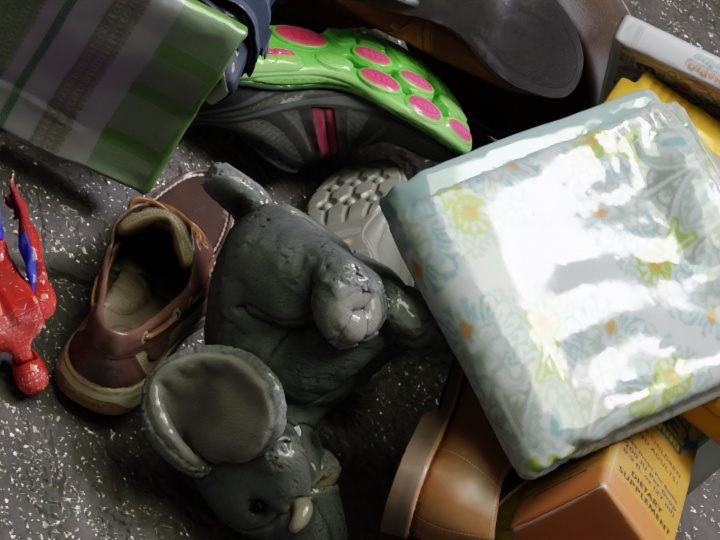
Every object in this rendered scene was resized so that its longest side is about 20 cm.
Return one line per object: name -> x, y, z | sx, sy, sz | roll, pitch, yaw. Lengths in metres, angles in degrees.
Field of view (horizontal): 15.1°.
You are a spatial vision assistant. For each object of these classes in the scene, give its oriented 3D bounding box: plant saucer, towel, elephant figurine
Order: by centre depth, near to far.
towel -> 0.128, 0.002, 1.454 | 0.199, 0.048, 0.172 | -21, 72, -27
elephant figurine -> -0.052, 0.077, 1.471 | 0.141, 0.201, 0.155 | 30, 6, -36
towel -> -0.180, -0.125, 1.501 | 0.199, 0.149, 0.031 | 24, 45, -14
plant saucer -> 0.096, -0.152, 1.784 | 0.200, 0.200, 0.032 | 45, 56, 0

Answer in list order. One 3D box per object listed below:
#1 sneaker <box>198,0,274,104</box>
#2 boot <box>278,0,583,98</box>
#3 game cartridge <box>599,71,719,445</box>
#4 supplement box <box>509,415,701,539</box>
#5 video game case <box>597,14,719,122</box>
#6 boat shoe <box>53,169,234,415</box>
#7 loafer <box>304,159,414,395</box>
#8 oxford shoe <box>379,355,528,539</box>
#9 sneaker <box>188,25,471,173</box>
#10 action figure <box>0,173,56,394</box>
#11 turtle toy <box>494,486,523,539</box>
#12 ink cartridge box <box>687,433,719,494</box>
sneaker -> -0.070, -0.188, 1.543 | 0.077, 0.203, 0.146 | 24, 45, 5
boot -> 0.026, -0.159, 1.750 | 0.187, 0.200, 0.069 | 18, 83, -26
game cartridge -> 0.194, -0.003, 1.531 | 0.200, 0.032, 0.177 | 37, 53, -2
supplement box -> 0.141, 0.102, 1.502 | 0.067, 0.069, 0.200 | 52, 26, -15
video game case -> 0.230, -0.076, 1.653 | 0.181, 0.200, 0.023 | 26, 76, 7
boat shoe -> -0.111, -0.005, 1.526 | 0.072, 0.072, 0.200 | 25, 40, 6
loafer -> 0.000, 0.000, 1.656 | 0.200, 0.069, 0.070 | -77, 154, -56
oxford shoe -> 0.074, 0.078, 1.471 | 0.071, 0.072, 0.201 | 18, 49, 8
sneaker -> -0.026, -0.103, 1.689 | 0.199, 0.084, 0.077 | 14, 37, -12
action figure -> -0.212, -0.026, 1.468 | 0.065, 0.052, 0.201 | -21, 81, -9
turtle toy -> 0.099, 0.157, 1.558 | 0.145, 0.101, 0.201 | 29, 39, -43
ink cartridge box -> 0.156, 0.041, 1.688 | 0.084, 0.145, 0.201 | -10, 62, -48
